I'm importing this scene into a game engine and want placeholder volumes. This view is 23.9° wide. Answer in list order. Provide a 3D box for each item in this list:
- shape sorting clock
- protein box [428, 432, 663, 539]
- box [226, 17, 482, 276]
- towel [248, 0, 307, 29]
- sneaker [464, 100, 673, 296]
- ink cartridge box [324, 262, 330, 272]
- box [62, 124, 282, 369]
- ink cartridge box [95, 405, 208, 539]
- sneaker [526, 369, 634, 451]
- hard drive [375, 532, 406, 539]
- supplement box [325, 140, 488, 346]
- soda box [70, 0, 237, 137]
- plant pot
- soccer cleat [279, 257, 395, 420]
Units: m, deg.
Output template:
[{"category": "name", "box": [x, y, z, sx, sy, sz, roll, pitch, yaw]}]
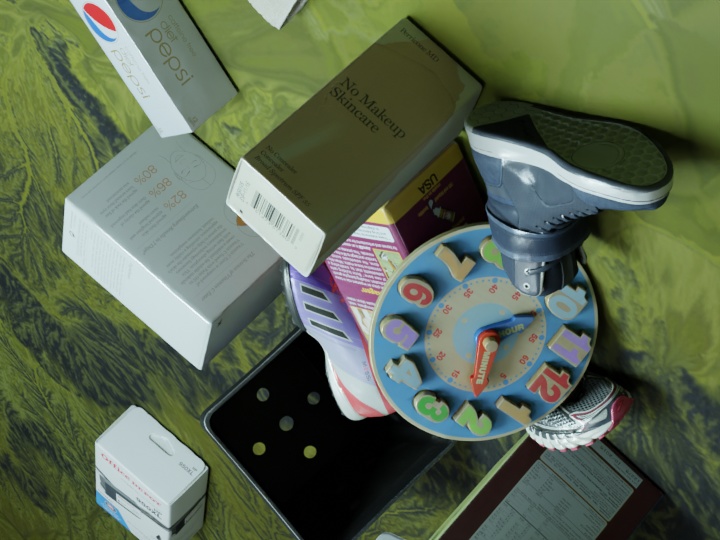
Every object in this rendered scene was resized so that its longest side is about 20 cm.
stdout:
[{"category": "shape sorting clock", "box": [0.105, 0.054, 1.430, 0.201, 0.199, 0.039, 63, 179, -28]}, {"category": "protein box", "box": [0.149, 0.266, 1.618, 0.135, 0.200, 0.199, 42, 152, 7]}, {"category": "box", "box": [-0.004, -0.100, 1.349, 0.095, 0.200, 0.078, 41, 152, 7]}, {"category": "towel", "box": [-0.077, -0.289, 1.380, 0.133, 0.034, 0.200, 48, 153, 0]}, {"category": "sneaker", "box": [0.169, -0.041, 1.307, 0.202, 0.077, 0.147, 26, 136, 50]}, {"category": "ink cartridge box", "box": [0.000, 0.000, 1.632, 0.109, 0.050, 0.201, 5, 133, 51]}, {"category": "box", "box": [-0.181, -0.029, 1.731, 0.200, 0.152, 0.106, 41, 151, 11]}, {"category": "ink cartridge box", "box": [-0.295, 0.300, 2.384, 0.144, 0.084, 0.200, 37, 150, 15]}, {"category": "sneaker", "box": [0.156, 0.103, 1.526, 0.199, 0.081, 0.075, 13, 136, 46]}, {"category": "hard drive", "box": [0.089, 0.333, 1.544, 0.131, 0.026, 0.201, 19, 141, 40]}, {"category": "supplement box", "box": [0.048, -0.012, 1.496, 0.131, 0.103, 0.201, 12, 136, 47]}, {"category": "soda box", "box": [-0.204, -0.226, 1.595, 0.064, 0.068, 0.200, -3, 126, 55]}, {"category": "plant pot", "box": [-0.053, 0.162, 1.787, 0.200, 0.200, 0.177, 51, 164, -10]}, {"category": "soccer cleat", "box": [-0.012, 0.054, 1.615, 0.073, 0.068, 0.201, -10, 119, 29]}]
